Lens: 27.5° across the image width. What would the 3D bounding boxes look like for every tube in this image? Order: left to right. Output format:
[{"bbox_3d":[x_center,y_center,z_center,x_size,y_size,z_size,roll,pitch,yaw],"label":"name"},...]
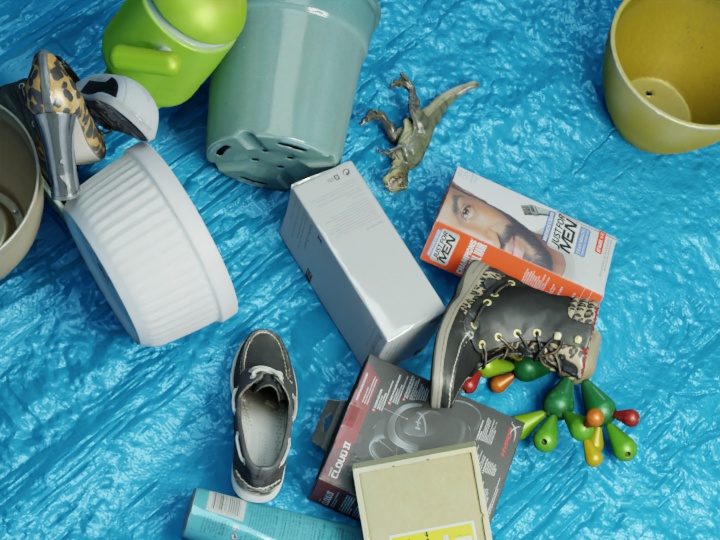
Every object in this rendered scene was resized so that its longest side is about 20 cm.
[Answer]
[{"bbox_3d":[-0.077,0.268,1.467,0.198,0.050,0.078,18,61,-7],"label":"tube"}]

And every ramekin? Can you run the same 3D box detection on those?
[{"bbox_3d":[-0.218,-0.018,1.493,0.104,0.200,0.201,-31,74,-14],"label":"ramekin"}]

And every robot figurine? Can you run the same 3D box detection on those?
[{"bbox_3d":[-0.194,-0.251,1.532,0.115,0.200,0.176,35,43,-14],"label":"robot figurine"}]

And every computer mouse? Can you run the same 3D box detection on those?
[{"bbox_3d":[-0.252,-0.174,1.507,0.044,0.199,0.110,-52,123,-11],"label":"computer mouse"}]

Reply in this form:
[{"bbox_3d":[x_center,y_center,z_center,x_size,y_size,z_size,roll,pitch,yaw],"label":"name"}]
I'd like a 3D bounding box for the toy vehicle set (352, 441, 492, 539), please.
[{"bbox_3d":[0.069,0.277,1.435,0.123,0.027,0.202,-10,94,2],"label":"toy vehicle set"}]

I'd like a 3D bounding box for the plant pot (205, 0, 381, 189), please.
[{"bbox_3d":[-0.085,-0.206,1.618,0.198,0.200,0.198,9,70,-7],"label":"plant pot"}]

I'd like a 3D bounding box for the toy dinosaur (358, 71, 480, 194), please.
[{"bbox_3d":[0.056,-0.173,1.706,0.088,0.047,0.201,39,62,-8],"label":"toy dinosaur"}]

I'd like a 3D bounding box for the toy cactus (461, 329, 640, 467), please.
[{"bbox_3d":[0.218,0.120,1.581,0.198,0.103,0.166,23,52,11],"label":"toy cactus"}]

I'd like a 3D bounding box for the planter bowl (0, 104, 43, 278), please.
[{"bbox_3d":[-0.409,-0.059,1.493,0.198,0.135,0.202,-1,66,2],"label":"planter bowl"}]

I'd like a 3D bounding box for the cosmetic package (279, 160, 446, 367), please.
[{"bbox_3d":[0.000,0.000,1.574,0.081,0.113,0.201,-24,70,-20],"label":"cosmetic package"}]

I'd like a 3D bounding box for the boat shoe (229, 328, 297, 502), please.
[{"bbox_3d":[-0.100,0.135,1.501,0.073,0.061,0.201,10,51,-6],"label":"boat shoe"}]

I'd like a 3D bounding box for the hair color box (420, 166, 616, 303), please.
[{"bbox_3d":[0.176,-0.025,1.631,0.198,0.064,0.111,23,41,1],"label":"hair color box"}]

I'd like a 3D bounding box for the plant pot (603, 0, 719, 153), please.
[{"bbox_3d":[0.366,-0.216,1.728,0.198,0.142,0.202,4,64,-9],"label":"plant pot"}]

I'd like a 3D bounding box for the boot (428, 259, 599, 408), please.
[{"bbox_3d":[0.157,0.077,1.509,0.149,0.074,0.201,15,40,11],"label":"boot"}]

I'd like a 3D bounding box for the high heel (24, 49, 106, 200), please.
[{"bbox_3d":[-0.298,-0.171,1.472,0.071,0.144,0.200,-6,25,-6],"label":"high heel"}]

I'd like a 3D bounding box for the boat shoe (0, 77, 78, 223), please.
[{"bbox_3d":[-0.334,-0.128,1.586,0.066,0.075,0.200,-33,66,-12],"label":"boat shoe"}]

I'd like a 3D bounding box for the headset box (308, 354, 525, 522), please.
[{"bbox_3d":[0.049,0.191,1.511,0.198,0.077,0.150,23,62,0],"label":"headset box"}]
